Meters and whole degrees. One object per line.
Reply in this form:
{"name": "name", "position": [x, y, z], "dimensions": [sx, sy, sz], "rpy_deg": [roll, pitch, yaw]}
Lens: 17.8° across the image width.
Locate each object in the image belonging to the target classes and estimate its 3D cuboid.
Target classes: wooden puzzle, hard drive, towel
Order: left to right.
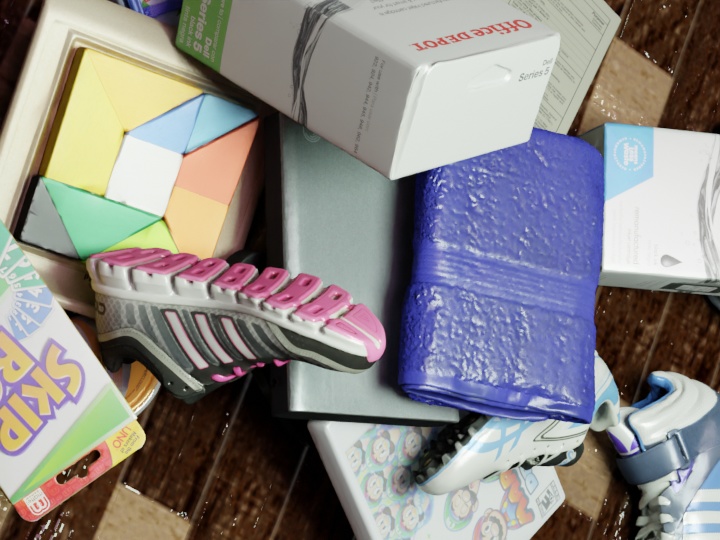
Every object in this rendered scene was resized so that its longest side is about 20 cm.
{"name": "wooden puzzle", "position": [-0.146, -0.065, 1.488], "dimensions": [0.185, 0.037, 0.200], "rpy_deg": [19, 83, -27]}
{"name": "hard drive", "position": [0.000, 0.000, 1.522], "dimensions": [0.139, 0.033, 0.200], "rpy_deg": [6, 76, -36]}
{"name": "towel", "position": [0.093, -0.001, 1.534], "dimensions": [0.148, 0.050, 0.200], "rpy_deg": [14, 72, -27]}

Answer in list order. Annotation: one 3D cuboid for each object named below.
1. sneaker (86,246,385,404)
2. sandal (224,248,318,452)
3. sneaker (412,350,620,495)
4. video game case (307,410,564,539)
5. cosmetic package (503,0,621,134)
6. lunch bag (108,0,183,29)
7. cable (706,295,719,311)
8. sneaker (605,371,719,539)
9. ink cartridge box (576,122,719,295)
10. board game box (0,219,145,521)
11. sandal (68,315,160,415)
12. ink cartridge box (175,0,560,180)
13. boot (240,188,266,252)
{"name": "sneaker", "position": [-0.081, 0.045, 1.439], "dimensions": [0.074, 0.200, 0.088], "rpy_deg": [-39, 138, -68]}
{"name": "sandal", "position": [-0.034, 0.065, 1.551], "dimensions": [0.075, 0.048, 0.200], "rpy_deg": [-58, 134, -18]}
{"name": "sneaker", "position": [0.115, 0.113, 1.588], "dimensions": [0.200, 0.072, 0.073], "rpy_deg": [-27, 86, -44]}
{"name": "video game case", "position": [0.058, 0.135, 1.604], "dimensions": [0.182, 0.024, 0.200], "rpy_deg": [-43, 122, -36]}
{"name": "cosmetic package", "position": [0.104, -0.141, 1.658], "dimensions": [0.104, 0.073, 0.200], "rpy_deg": [44, 48, -17]}
{"name": "lunch bag", "position": [-0.097, -0.231, 1.575], "dimensions": [0.200, 0.076, 0.160], "rpy_deg": [-24, 98, -31]}
{"name": "cable", "position": [0.330, -0.026, 1.830], "dimensions": [0.163, 0.051, 0.200], "rpy_deg": [-34, 97, -23]}
{"name": "sneaker", "position": [0.219, 0.173, 1.714], "dimensions": [0.146, 0.081, 0.200], "rpy_deg": [38, 68, -13]}
{"name": "ink cartridge box", "position": [0.265, -0.043, 1.746], "dimensions": [0.200, 0.067, 0.116], "rpy_deg": [4, 80, -15]}
{"name": "board game box", "position": [-0.224, 0.052, 1.427], "dimensions": [0.096, 0.030, 0.200], "rpy_deg": [-35, 98, -10]}
{"name": "sandal", "position": [-0.206, 0.075, 1.468], "dimensions": [0.207, 0.059, 0.079], "rpy_deg": [-13, 90, -33]}
{"name": "ink cartridge box", "position": [0.004, -0.148, 1.473], "dimensions": [0.145, 0.200, 0.084], "rpy_deg": [-18, 133, -45]}
{"name": "boot", "position": [0.011, -0.017, 1.615], "dimensions": [0.200, 0.066, 0.175], "rpy_deg": [35, 66, -24]}
